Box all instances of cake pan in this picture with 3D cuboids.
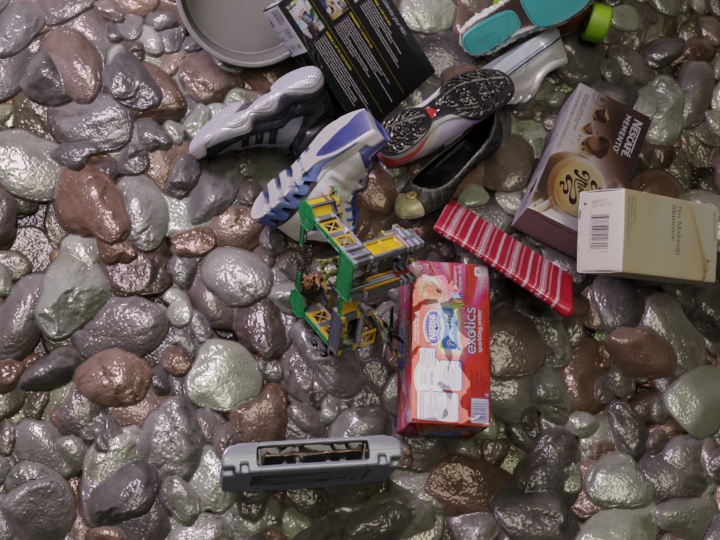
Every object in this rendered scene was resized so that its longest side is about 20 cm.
[{"bbox_3d":[-0.144,-0.369,1.349,0.198,0.037,0.202,-4,108,-12],"label":"cake pan"}]

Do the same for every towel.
[{"bbox_3d":[0.184,-0.016,1.298,0.199,0.145,0.023,33,109,2],"label":"towel"}]

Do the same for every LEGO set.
[{"bbox_3d":[0.000,0.000,1.226,0.115,0.202,0.154,-16,36,-30],"label":"LEGO set"}]

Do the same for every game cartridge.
[{"bbox_3d":[-0.060,0.221,1.174,0.198,0.133,0.042,-2,73,-10],"label":"game cartridge"}]

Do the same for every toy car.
[{"bbox_3d":[0.291,-0.428,1.398,0.163,0.200,0.159,16,71,-3],"label":"toy car"}]

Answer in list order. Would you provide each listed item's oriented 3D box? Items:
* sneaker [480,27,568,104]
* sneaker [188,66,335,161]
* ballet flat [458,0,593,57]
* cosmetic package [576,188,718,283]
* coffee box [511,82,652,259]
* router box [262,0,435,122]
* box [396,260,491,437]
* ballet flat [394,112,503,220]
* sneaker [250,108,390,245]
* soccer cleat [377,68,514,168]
[{"bbox_3d":[0.203,-0.255,1.401,0.199,0.073,0.071,-36,104,-8],"label":"sneaker"},{"bbox_3d":[-0.114,-0.167,1.315,0.199,0.076,0.114,-27,117,12],"label":"sneaker"},{"bbox_3d":[0.221,-0.353,1.385,0.199,0.072,0.073,-17,71,31],"label":"ballet flat"},{"bbox_3d":[0.364,-0.040,1.301,0.198,0.073,0.105,4,87,-38],"label":"cosmetic package"},{"bbox_3d":[0.294,-0.130,1.369,0.112,0.080,0.201,26,71,-1],"label":"coffee box"},{"bbox_3d":[-0.011,-0.296,1.342,0.149,0.051,0.201,-42,111,-21],"label":"router box"},{"bbox_3d":[0.100,0.097,1.259,0.099,0.096,0.202,4,72,-9],"label":"box"},{"bbox_3d":[0.112,-0.138,1.348,0.066,0.057,0.200,31,63,33],"label":"ballet flat"},{"bbox_3d":[-0.030,-0.101,1.287,0.199,0.081,0.115,-39,122,18],"label":"sneaker"},{"bbox_3d":[0.108,-0.197,1.345,0.199,0.073,0.069,-29,74,-4],"label":"soccer cleat"}]
